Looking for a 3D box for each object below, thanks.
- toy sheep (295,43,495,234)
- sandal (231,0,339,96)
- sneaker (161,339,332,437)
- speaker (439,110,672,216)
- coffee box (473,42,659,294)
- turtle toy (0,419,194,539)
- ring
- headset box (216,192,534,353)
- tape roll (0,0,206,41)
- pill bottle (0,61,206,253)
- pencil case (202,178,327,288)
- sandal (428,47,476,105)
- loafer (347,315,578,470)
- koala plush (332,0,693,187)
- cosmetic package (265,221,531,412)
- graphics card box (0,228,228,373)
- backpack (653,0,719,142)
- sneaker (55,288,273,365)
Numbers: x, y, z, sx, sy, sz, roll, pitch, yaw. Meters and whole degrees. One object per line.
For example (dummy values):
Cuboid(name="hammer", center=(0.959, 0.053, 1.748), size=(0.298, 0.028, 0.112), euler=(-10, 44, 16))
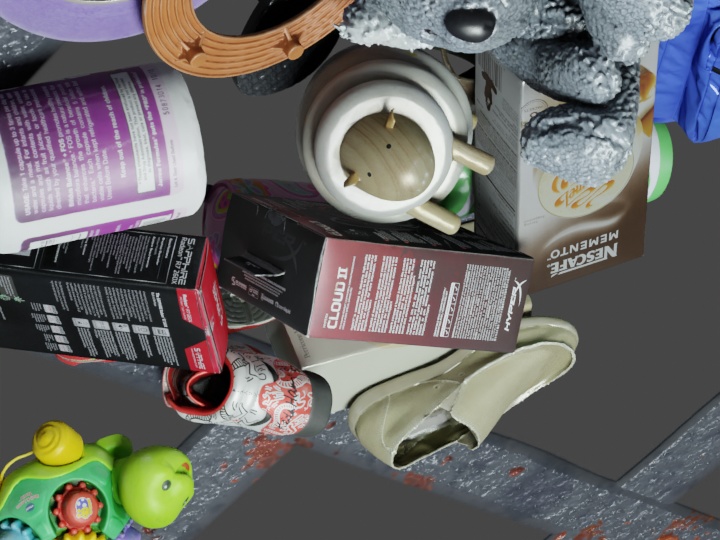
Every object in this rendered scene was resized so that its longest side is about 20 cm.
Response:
Cuboid(name="toy sheep", center=(0.018, -0.098, 1.522), size=(0.137, 0.200, 0.139), euler=(-2, 109, -7))
Cuboid(name="sandal", center=(-0.038, -0.212, 1.492), size=(0.075, 0.045, 0.201), euler=(3, 120, -41))
Cuboid(name="sneaker", center=(-0.121, 0.084, 1.692), size=(0.108, 0.201, 0.068), euler=(16, 87, -39))
Cuboid(name="speaker", center=(0.142, -0.087, 1.696), size=(0.199, 0.089, 0.089), euler=(-3, 138, -26))
Cuboid(name="coffee box", center=(0.148, -0.092, 1.577), size=(0.114, 0.080, 0.201), euler=(-18, 133, -16))
Cuboid(name="turtle toy", center=(-0.231, 0.200, 1.813), size=(0.199, 0.101, 0.146), euler=(-32, 142, 9))
Cuboid(name="ring", center=(-0.049, -0.195, 1.391), size=(0.200, 0.019, 0.201), euler=(-27, 150, -16))
Cuboid(name="headset box", center=(0.000, 0.000, 1.563), size=(0.199, 0.148, 0.076), euler=(5, 101, -32))
Cuboid(name="tape roll", center=(-0.161, -0.245, 1.345), size=(0.199, 0.085, 0.201), euler=(-16, 141, -13))
Cuboid(name="pill bottle", center=(-0.215, -0.074, 1.492), size=(0.199, 0.113, 0.113), euler=(-12, 141, -17))
Cuboid(name="pencil case", center=(-0.032, -0.023, 1.678), size=(0.199, 0.088, 0.088), euler=(2, 135, -30))
Cuboid(name="sandal", center=(0.106, -0.146, 1.605), size=(0.200, 0.058, 0.080), euler=(17, 165, -43))
Cuboid(name="loafer", center=(0.090, 0.104, 1.738), size=(0.199, 0.069, 0.076), euler=(-26, 144, 1))
Cuboid(name="koala plush", center=(0.091, -0.183, 1.397), size=(0.199, 0.184, 0.178), euler=(11, 130, -9))
Cuboid(name="cosmetic package", center=(0.030, 0.039, 1.768), size=(0.199, 0.104, 0.073), euler=(-16, 141, -14))
Cuboid(name="graphics card box", center=(-0.201, 0.016, 1.574), size=(0.199, 0.051, 0.126), euler=(5, 150, 8))
Cuboid(name="backpack", center=(0.269, -0.209, 1.559), size=(0.162, 0.168, 0.201), euler=(-19, 141, -21))
Cuboid(name="sneaker", center=(-0.152, 0.029, 1.699), size=(0.199, 0.077, 0.085), euler=(-9, 160, -16))
